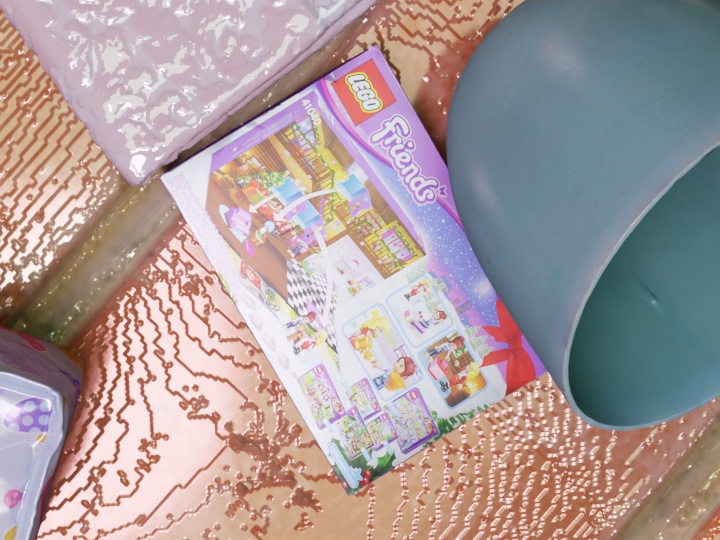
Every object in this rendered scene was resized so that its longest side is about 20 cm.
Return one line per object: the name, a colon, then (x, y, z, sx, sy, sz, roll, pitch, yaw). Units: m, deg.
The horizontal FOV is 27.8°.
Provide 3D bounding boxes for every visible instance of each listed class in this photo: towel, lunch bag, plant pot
towel: (-0.102, -0.178, 0.757, 0.190, 0.032, 0.201, -37, 87, -2)
lunch bag: (-0.244, 0.076, 0.705, 0.198, 0.170, 0.129, 17, 90, -9)
plant pot: (0.136, -0.051, 0.720, 0.200, 0.201, 0.161, -37, 53, -2)

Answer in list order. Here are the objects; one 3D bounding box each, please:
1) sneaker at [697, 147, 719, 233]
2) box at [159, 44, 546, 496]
sneaker: (0.250, -0.105, 0.788, 0.078, 0.077, 0.201, 30, 92, -9)
box: (0.000, 0.000, 0.789, 0.136, 0.039, 0.201, -30, 96, -2)
